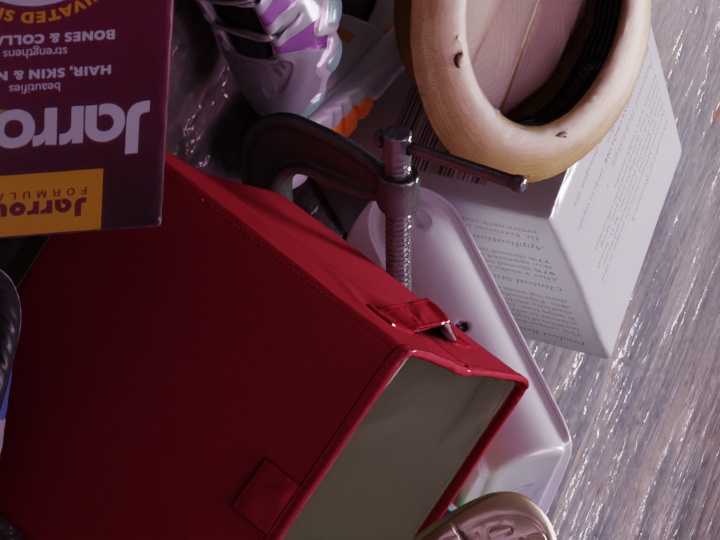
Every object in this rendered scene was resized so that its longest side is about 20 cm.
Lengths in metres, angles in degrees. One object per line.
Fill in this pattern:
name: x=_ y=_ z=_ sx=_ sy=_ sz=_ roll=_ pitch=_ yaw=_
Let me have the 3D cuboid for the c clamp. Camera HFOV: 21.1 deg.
c clamp: x=0.000 y=0.000 z=1.009 sx=0.027 sy=0.170 sz=0.201 roll=-40 pitch=147 yaw=-39

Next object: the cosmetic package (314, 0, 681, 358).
cosmetic package: x=0.092 y=-0.072 z=1.231 sx=0.167 sy=0.166 sz=0.200 roll=-68 pitch=156 yaw=-20

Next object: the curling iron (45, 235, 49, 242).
curling iron: x=-0.140 y=-0.059 z=0.905 sx=0.050 sy=0.025 sz=0.201 roll=-51 pitch=146 yaw=-45

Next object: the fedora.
fedora: x=0.078 y=-0.150 z=1.077 sx=0.200 sy=0.082 sz=0.202 roll=-8 pitch=103 yaw=-41

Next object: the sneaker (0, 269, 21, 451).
sneaker: x=-0.195 y=0.091 z=0.835 sx=0.077 sy=0.075 sz=0.201 roll=38 pitch=70 yaw=-82

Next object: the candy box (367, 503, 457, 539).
candy box: x=0.019 y=0.204 z=0.991 sx=0.170 sy=0.200 sz=0.077 roll=-57 pitch=147 yaw=0

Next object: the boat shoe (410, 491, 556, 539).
boat shoe: x=0.009 y=0.177 z=0.901 sx=0.200 sy=0.064 sz=0.071 roll=-42 pitch=102 yaw=-19

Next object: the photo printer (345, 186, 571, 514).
photo printer: x=0.043 y=0.062 z=1.121 sx=0.069 sy=0.201 sz=0.167 roll=-16 pitch=150 yaw=-18

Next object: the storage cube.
storage cube: x=-0.061 y=0.068 z=0.911 sx=0.201 sy=0.179 sz=0.171 roll=-56 pitch=157 yaw=8

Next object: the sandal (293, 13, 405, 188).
sandal: x=-0.010 y=-0.123 z=1.110 sx=0.207 sy=0.059 sz=0.079 roll=-48 pitch=173 yaw=-32

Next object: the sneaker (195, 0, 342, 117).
sneaker: x=-0.077 y=-0.148 z=0.946 sx=0.140 sy=0.077 sz=0.201 roll=-42 pitch=130 yaw=-49

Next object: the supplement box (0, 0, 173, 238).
supplement box: x=-0.131 y=-0.117 z=0.734 sx=0.110 sy=0.086 sz=0.201 roll=-6 pitch=125 yaw=-19
